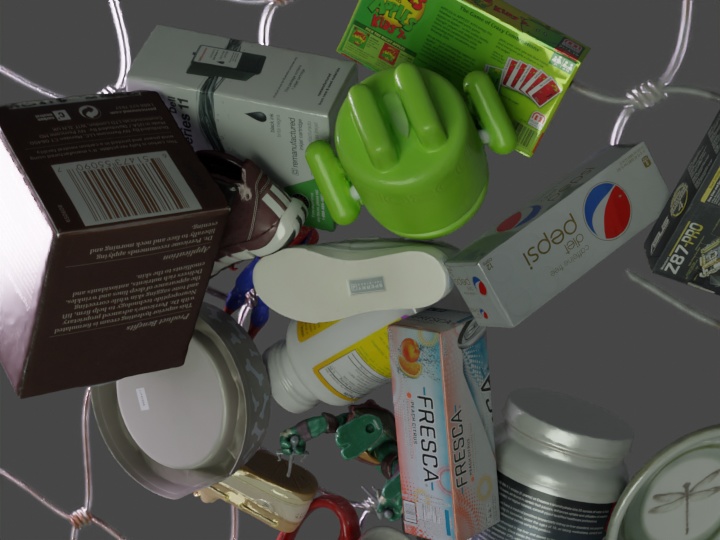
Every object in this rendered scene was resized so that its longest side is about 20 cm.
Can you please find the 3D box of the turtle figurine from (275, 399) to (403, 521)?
[{"bbox_3d":[-0.002,0.174,1.632,0.149,0.200,0.101,27,81,-11],"label":"turtle figurine"}]

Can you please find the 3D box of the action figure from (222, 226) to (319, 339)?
[{"bbox_3d":[-0.100,0.013,1.635,0.065,0.099,0.200,32,117,3],"label":"action figure"}]

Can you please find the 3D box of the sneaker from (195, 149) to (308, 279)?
[{"bbox_3d":[-0.151,-0.054,1.548,0.200,0.076,0.116,-23,119,32],"label":"sneaker"}]

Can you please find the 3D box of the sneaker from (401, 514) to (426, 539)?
[{"bbox_3d":[0.077,0.231,1.679,0.083,0.077,0.201,-2,111,16],"label":"sneaker"}]

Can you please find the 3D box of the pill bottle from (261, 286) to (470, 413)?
[{"bbox_3d":[0.001,0.062,1.614,0.200,0.104,0.104,-31,100,29],"label":"pill bottle"}]

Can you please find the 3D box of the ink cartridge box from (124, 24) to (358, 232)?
[{"bbox_3d":[-0.106,-0.131,1.555,0.199,0.083,0.147,12,137,15],"label":"ink cartridge box"}]

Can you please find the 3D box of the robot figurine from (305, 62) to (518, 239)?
[{"bbox_3d":[0.046,-0.098,1.445,0.175,0.200,0.116,-26,65,4],"label":"robot figurine"}]

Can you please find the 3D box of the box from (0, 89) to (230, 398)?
[{"bbox_3d":[-0.237,-0.025,1.475,0.164,0.165,0.200,55,139,33],"label":"box"}]

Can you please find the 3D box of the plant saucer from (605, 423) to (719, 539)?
[{"bbox_3d":[0.307,0.219,1.572,0.199,0.050,0.201,-11,120,-18],"label":"plant saucer"}]

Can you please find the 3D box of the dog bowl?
[{"bbox_3d":[-0.172,0.120,1.652,0.199,0.059,0.201,8,104,34],"label":"dog bowl"}]

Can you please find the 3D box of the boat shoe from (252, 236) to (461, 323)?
[{"bbox_3d":[0.000,0.000,1.519,0.199,0.068,0.072,-10,99,29],"label":"boat shoe"}]

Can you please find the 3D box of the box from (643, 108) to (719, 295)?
[{"bbox_3d":[0.356,-0.063,1.433,0.161,0.049,0.201,16,121,-14],"label":"box"}]

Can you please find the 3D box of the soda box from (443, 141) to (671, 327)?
[{"bbox_3d":[0.173,-0.032,1.461,0.068,0.200,0.064,60,159,-13],"label":"soda box"}]

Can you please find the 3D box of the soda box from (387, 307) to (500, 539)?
[{"bbox_3d":[0.075,0.138,1.506,0.063,0.068,0.201,8,109,41],"label":"soda box"}]

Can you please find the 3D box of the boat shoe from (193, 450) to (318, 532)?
[{"bbox_3d":[-0.144,0.210,1.744,0.199,0.074,0.069,25,113,14],"label":"boat shoe"}]

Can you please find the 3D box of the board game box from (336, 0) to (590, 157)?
[{"bbox_3d":[0.090,-0.196,1.498,0.199,0.048,0.102,29,119,5],"label":"board game box"}]

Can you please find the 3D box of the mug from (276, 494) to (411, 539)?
[{"bbox_3d":[-0.032,0.345,1.763,0.200,0.178,0.133,-32,136,33],"label":"mug"}]

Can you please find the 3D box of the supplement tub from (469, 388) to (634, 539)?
[{"bbox_3d":[0.170,0.227,1.589,0.140,0.140,0.201,18,103,11],"label":"supplement tub"}]
